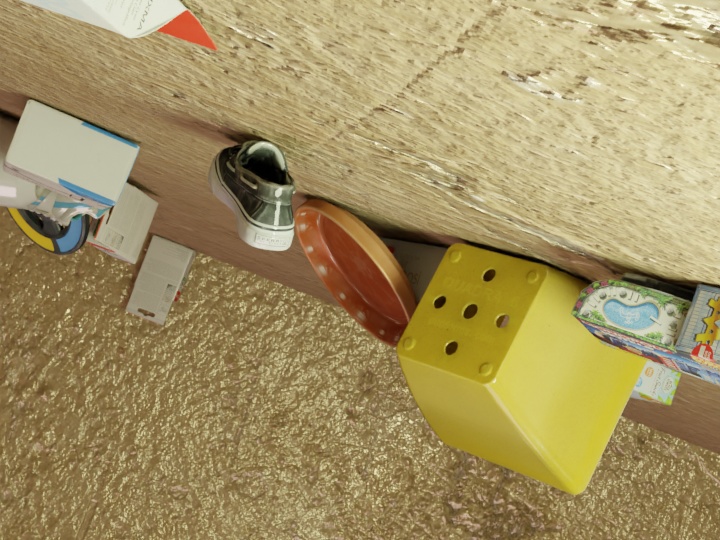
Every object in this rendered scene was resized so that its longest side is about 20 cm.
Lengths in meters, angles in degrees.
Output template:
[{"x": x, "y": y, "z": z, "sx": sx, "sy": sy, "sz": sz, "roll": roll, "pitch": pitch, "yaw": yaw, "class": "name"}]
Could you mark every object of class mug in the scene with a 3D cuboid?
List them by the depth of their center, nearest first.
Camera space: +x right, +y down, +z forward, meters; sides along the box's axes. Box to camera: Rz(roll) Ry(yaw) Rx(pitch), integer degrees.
[{"x": -0.516, "y": -0.171, "z": 2.055, "sx": 0.152, "sy": 0.188, "sz": 0.150, "roll": 12, "pitch": 143, "yaw": 0, "class": "mug"}]

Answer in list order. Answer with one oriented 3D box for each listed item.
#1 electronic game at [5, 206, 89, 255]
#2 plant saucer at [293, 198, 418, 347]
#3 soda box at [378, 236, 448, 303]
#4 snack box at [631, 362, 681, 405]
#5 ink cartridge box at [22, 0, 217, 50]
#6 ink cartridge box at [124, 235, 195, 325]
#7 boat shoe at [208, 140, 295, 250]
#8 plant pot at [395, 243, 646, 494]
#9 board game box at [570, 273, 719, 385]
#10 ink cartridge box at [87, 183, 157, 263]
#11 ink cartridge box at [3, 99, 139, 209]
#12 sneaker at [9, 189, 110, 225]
[{"x": -0.492, "y": -0.116, "z": 2.247, "sx": 0.199, "sy": 0.201, "sz": 0.042, "roll": 18, "pitch": -143, "yaw": 34, "class": "electronic game"}, {"x": 0.000, "y": 0.000, "z": 1.648, "sx": 0.200, "sy": 0.032, "sz": 0.201, "roll": 44, "pitch": 160, "yaw": 21, "class": "plant saucer"}, {"x": 0.067, "y": 0.007, "z": 1.692, "sx": 0.063, "sy": 0.069, "sz": 0.200, "roll": 23, "pitch": 175, "yaw": -26, "class": "soda box"}, {"x": 0.341, "y": 0.135, "z": 2.038, "sx": 0.141, "sy": 0.053, "sz": 0.200, "roll": 21, "pitch": 176, "yaw": -12, "class": "snack box"}, {"x": -0.193, "y": -0.174, "z": 0.894, "sx": 0.159, "sy": 0.048, "sz": 0.200, "roll": 19, "pitch": 173, "yaw": 16, "class": "ink cartridge box"}, {"x": -0.492, "y": 0.026, "z": 3.577, "sx": 0.108, "sy": 0.201, "sz": 0.050, "roll": 20, "pitch": 175, "yaw": 4, "class": "ink cartridge box"}, {"x": -0.091, "y": -0.085, "z": 1.351, "sx": 0.072, "sy": 0.071, "sz": 0.200, "roll": 9, "pitch": -159, "yaw": -22, "class": "boat shoe"}, {"x": 0.154, "y": 0.083, "z": 1.501, "sx": 0.199, "sy": 0.201, "sz": 0.176, "roll": 16, "pitch": 163, "yaw": 44, "class": "plant pot"}, {"x": 0.291, "y": 0.052, "z": 1.253, "sx": 0.199, "sy": 0.062, "sz": 0.200, "roll": 19, "pitch": 174, "yaw": 21, "class": "board game box"}, {"x": -0.392, "y": -0.085, "z": 2.330, "sx": 0.050, "sy": 0.110, "sz": 0.200, "roll": 19, "pitch": 174, "yaw": 13, "class": "ink cartridge box"}, {"x": -0.366, "y": -0.141, "z": 1.825, "sx": 0.145, "sy": 0.085, "sz": 0.200, "roll": 22, "pitch": 175, "yaw": -13, "class": "ink cartridge box"}, {"x": -0.454, "y": -0.106, "z": 2.150, "sx": 0.199, "sy": 0.081, "sz": 0.076, "roll": -5, "pitch": -157, "yaw": 37, "class": "sneaker"}]
